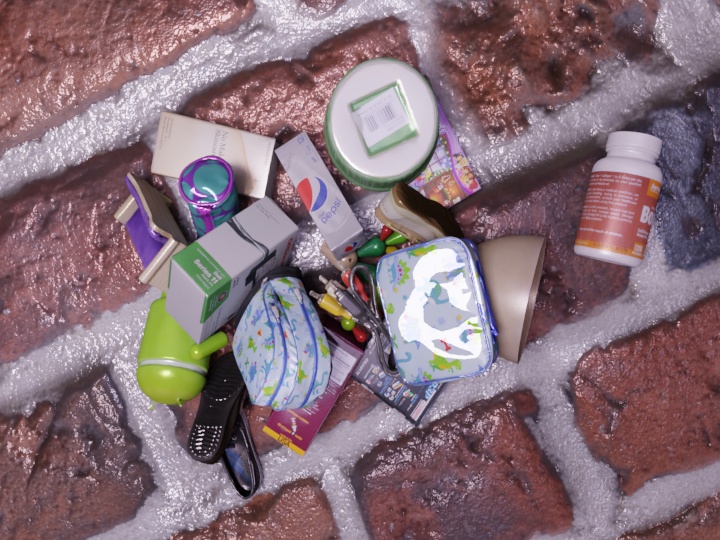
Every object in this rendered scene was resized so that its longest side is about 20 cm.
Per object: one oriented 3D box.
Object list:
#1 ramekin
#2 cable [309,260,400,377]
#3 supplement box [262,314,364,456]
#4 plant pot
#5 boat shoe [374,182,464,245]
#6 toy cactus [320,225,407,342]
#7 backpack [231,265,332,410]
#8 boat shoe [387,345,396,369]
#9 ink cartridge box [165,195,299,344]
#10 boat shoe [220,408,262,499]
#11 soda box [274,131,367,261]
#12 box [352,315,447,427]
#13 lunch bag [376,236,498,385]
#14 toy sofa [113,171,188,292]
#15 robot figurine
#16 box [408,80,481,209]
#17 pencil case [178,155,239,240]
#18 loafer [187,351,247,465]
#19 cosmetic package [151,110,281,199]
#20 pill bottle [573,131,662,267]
[{"bbox_3d":[0.034,-0.231,0.864,0.192,0.098,0.208,0,96,1],"label":"ramekin"},{"bbox_3d":[0.014,0.072,0.872,0.097,0.050,0.201,-43,97,-5],"label":"cable"},{"bbox_3d":[-0.077,0.192,0.933,0.084,0.110,0.204,30,94,-3],"label":"supplement box"},{"bbox_3d":[0.217,0.034,0.894,0.130,0.199,0.208,13,95,22],"label":"plant pot"},{"bbox_3d":[0.101,-0.075,0.893,0.066,0.076,0.197,-30,137,33],"label":"boat shoe"},{"bbox_3d":[0.000,0.000,0.928,0.162,0.102,0.204,30,93,13],"label":"toy cactus"},{"bbox_3d":[-0.120,0.116,0.827,0.165,0.151,0.202,-52,60,25],"label":"backpack"},{"bbox_3d":[0.087,0.075,0.904,0.062,0.073,0.208,25,103,30],"label":"boat shoe"},{"bbox_3d":[-0.199,-0.003,0.851,0.083,0.148,0.199,40,51,9],"label":"ink cartridge box"},{"bbox_3d":[-0.230,0.309,0.966,0.068,0.066,0.207,-17,94,1],"label":"boat shoe"},{"bbox_3d":[-0.065,-0.122,0.897,0.062,0.068,0.204,-30,75,0],"label":"soda box"},{"bbox_3d":[0.093,0.144,0.961,0.157,0.046,0.203,35,94,-2],"label":"box"},{"bbox_3d":[0.117,0.060,0.806,0.156,0.082,0.207,-15,86,24],"label":"lunch bag"},{"bbox_3d":[-0.338,-0.063,0.869,0.083,0.097,0.200,-47,48,5],"label":"toy sofa"},{"bbox_3d":[-0.304,0.125,0.903,0.171,0.115,0.207,-14,61,33],"label":"robot figurine"},{"bbox_3d":[0.102,-0.196,0.936,0.134,0.039,0.204,-29,94,3],"label":"box"},{"bbox_3d":[-0.232,-0.092,0.864,0.082,0.201,0.096,7,67,-5],"label":"pencil case"},{"bbox_3d":[-0.237,0.233,0.925,0.070,0.073,0.204,10,50,8],"label":"loafer"},{"bbox_3d":[-0.240,-0.191,0.923,0.193,0.073,0.107,12,95,0],"label":"cosmetic package"},{"bbox_3d":[0.432,-0.117,0.905,0.108,0.112,0.207,12,95,-1],"label":"pill bottle"}]
